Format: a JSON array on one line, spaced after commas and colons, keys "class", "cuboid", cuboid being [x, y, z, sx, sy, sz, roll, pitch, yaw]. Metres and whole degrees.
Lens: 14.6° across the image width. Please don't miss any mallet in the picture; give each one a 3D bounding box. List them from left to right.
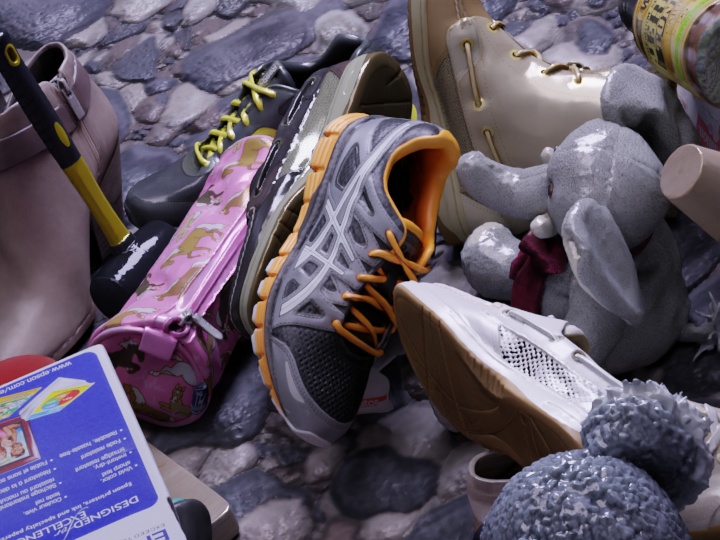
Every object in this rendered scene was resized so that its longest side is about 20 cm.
[{"class": "mallet", "cuboid": [-0.178, -0.054, 1.713, 0.041, 0.200, 0.066, -6, 40, 44]}]

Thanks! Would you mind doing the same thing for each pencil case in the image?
[{"class": "pencil case", "cuboid": [-0.088, 0.003, 1.687, 0.086, 0.083, 0.200, 0, 38, 30]}]

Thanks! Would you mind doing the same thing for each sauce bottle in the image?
[{"class": "sauce bottle", "cuboid": [0.187, -0.133, 1.564, 0.064, 0.065, 0.200, -23, 15, -5]}]

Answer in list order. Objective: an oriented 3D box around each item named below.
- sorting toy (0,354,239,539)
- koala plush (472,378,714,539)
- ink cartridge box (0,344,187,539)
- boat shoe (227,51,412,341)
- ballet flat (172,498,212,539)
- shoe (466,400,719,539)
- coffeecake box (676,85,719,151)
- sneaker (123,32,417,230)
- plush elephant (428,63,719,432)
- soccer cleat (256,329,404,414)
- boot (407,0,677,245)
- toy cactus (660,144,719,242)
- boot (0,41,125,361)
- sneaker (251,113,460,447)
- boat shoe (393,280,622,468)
[{"class": "sorting toy", "cuboid": [-0.207, 0.136, 1.575, 0.200, 0.070, 0.199, -35, 38, -20]}, {"class": "koala plush", "cuboid": [0.115, 0.159, 1.276, 0.183, 0.201, 0.177, 17, 48, 40]}, {"class": "ink cartridge box", "cuboid": [-0.198, 0.139, 1.469, 0.197, 0.047, 0.200, -22, 36, -6]}, {"class": "boat shoe", "cuboid": [-0.032, -0.039, 1.624, 0.066, 0.072, 0.201, -4, 51, 42]}, {"class": "ballet flat", "cuboid": [-0.128, 0.204, 1.456, 0.068, 0.068, 0.200, 26, 61, 34]}, {"class": "shoe", "cuboid": [0.151, 0.105, 1.460, 0.199, 0.054, 0.070, -12, 36, 11]}, {"class": "coffeecake box", "cuboid": [0.245, -0.144, 1.615, 0.073, 0.201, 0.154, -6, 32, -16]}, {"class": "sneaker", "cuboid": [-0.065, -0.091, 1.801, 0.199, 0.085, 0.075, -26, 34, -9]}, {"class": "plush elephant", "cuboid": [0.120, -0.018, 1.550, 0.199, 0.155, 0.165, -2, 38, 24]}, {"class": "soccer cleat", "cuboid": [-0.001, 0.012, 1.654, 0.085, 0.069, 0.200, 2, 43, 14]}, {"class": "boot", "cuboid": [0.111, -0.121, 1.676, 0.155, 0.201, 0.073, -6, 4, 17]}, {"class": "toy cactus", "cuboid": [0.220, -0.021, 1.483, 0.102, 0.165, 0.201, -21, 53, 47]}, {"class": "boot", "cuboid": [-0.207, -0.039, 1.745, 0.070, 0.147, 0.200, 0, 39, 24]}, {"class": "sneaker", "cuboid": [0.000, 0.000, 1.547, 0.077, 0.078, 0.201, -5, 64, 40]}, {"class": "boat shoe", "cuboid": [0.089, 0.055, 1.459, 0.069, 0.071, 0.200, -26, 38, -21]}]
